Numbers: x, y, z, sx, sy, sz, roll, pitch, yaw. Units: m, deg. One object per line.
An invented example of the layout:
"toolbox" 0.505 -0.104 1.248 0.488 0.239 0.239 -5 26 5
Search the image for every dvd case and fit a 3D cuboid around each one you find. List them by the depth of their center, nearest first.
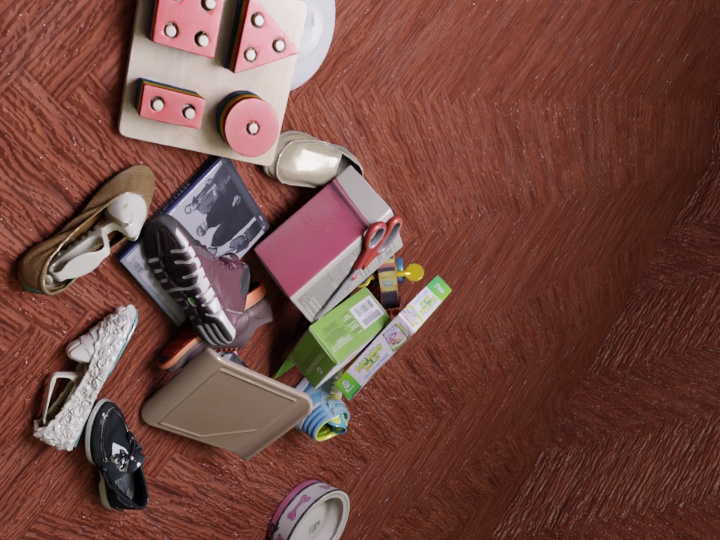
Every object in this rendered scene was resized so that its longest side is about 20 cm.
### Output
"dvd case" -0.224 -0.042 0.885 0.201 0.024 0.152 -49 143 -19

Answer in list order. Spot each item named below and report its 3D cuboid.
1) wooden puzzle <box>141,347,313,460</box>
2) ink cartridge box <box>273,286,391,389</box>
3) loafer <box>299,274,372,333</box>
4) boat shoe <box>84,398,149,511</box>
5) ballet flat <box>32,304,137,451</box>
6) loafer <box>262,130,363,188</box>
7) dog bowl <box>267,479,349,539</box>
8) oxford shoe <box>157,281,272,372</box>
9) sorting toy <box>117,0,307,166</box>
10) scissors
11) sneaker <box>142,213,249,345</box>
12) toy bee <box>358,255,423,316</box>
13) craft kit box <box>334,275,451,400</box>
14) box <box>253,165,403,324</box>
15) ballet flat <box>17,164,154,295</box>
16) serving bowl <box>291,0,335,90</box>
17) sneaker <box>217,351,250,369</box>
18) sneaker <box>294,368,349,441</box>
"wooden puzzle" -0.196 0.200 0.948 0.198 0.038 0.184 34 121 -31
"ink cartridge box" -0.052 0.137 1.093 0.147 0.076 0.201 -33 166 -41
"loafer" -0.045 0.027 1.133 0.201 0.072 0.073 -48 -179 -1
"boat shoe" -0.328 0.263 0.884 0.075 0.064 0.205 -59 158 -59
"ballet flat" -0.349 0.131 0.801 0.071 0.071 0.205 27 89 -55
"loafer" -0.064 -0.165 0.977 0.197 0.067 0.078 -8 118 -50
"dog bowl" -0.113 0.536 1.349 0.198 0.073 0.206 -30 132 -39
"oxford shoe" -0.205 0.097 0.940 0.198 0.070 0.074 -37 113 -33
"sorting toy" -0.163 -0.234 0.743 0.193 0.069 0.206 7 109 -30
"scissors" 0.000 0.000 0.964 0.072 0.014 0.203 -13 140 -51
"sneaker" -0.210 -0.009 0.862 0.117 0.073 0.204 -64 142 -48
"toy bee" 0.061 0.026 1.209 0.128 0.111 0.201 -22 129 18
"craft kit box" 0.061 0.117 1.140 0.198 0.049 0.199 -47 174 31
"box" -0.045 -0.036 0.987 0.199 0.109 0.128 -41 156 -5
"ballet flat" -0.303 -0.043 0.742 0.200 0.071 0.069 -45 140 -25
"serving bowl" -0.098 -0.328 0.834 0.198 0.065 0.206 -31 134 -39
"sneaker" -0.189 0.202 1.024 0.079 0.094 0.203 -45 142 -26
"sneaker" -0.047 0.228 1.191 0.202 0.129 0.080 -54 142 -14
